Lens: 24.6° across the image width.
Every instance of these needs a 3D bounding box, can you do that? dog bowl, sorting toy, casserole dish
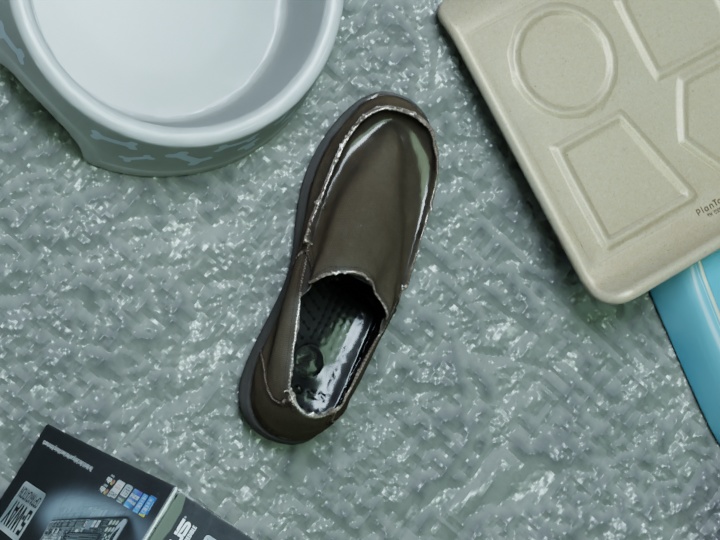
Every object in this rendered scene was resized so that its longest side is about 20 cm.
[{"bbox_3d":[-0.099,-0.149,0.854,0.200,0.059,0.200,0,90,-20],"label":"dog bowl"},{"bbox_3d":[0.162,-0.103,0.957,0.185,0.036,0.200,-29,87,-19],"label":"sorting toy"},{"bbox_3d":[0.247,0.026,0.994,0.121,0.039,0.200,-27,98,-20],"label":"casserole dish"}]

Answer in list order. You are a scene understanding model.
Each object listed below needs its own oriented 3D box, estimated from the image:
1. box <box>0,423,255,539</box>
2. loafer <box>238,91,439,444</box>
[{"bbox_3d":[-0.141,0.161,0.758,0.050,0.200,0.158,38,77,-23],"label":"box"},{"bbox_3d":[0.000,0.000,0.882,0.073,0.071,0.200,20,82,-20],"label":"loafer"}]
